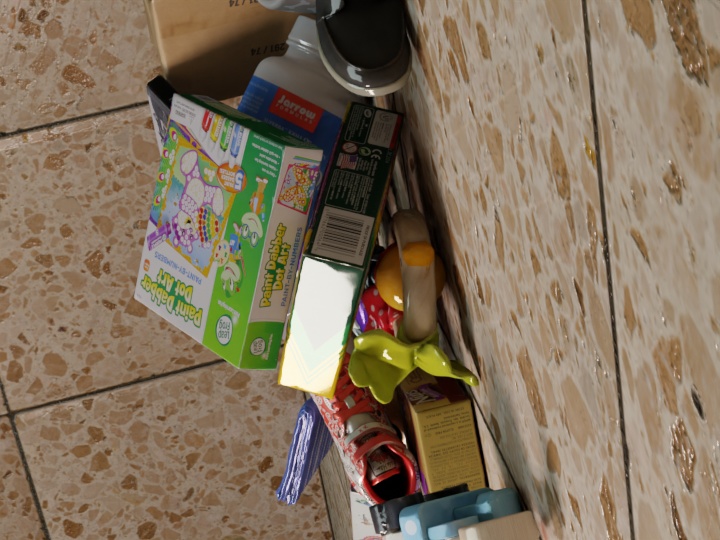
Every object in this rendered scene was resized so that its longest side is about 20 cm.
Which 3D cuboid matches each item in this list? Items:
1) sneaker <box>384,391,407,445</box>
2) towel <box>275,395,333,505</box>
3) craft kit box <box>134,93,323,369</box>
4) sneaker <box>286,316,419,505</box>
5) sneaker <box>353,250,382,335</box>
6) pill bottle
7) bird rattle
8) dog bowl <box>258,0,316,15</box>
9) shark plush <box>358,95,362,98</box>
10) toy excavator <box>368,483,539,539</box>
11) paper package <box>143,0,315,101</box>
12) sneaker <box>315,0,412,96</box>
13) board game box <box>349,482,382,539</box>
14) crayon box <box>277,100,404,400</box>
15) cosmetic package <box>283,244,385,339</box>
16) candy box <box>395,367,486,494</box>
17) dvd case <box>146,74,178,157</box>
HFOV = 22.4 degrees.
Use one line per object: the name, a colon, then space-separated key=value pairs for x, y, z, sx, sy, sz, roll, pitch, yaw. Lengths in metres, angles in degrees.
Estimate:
sneaker: x=0.050 y=0.175 z=1.832 sx=0.201 sy=0.084 sz=0.073 roll=82 pitch=170 yaw=-50
towel: x=-0.028 y=0.129 z=1.841 sx=0.200 sy=0.024 sz=0.145 roll=-56 pitch=-15 yaw=-48
craft kit box: x=-0.121 y=-0.038 z=1.605 sx=0.200 sy=0.048 sz=0.199 roll=27 pitch=112 yaw=51
sneaker: x=-0.002 y=0.129 z=1.686 sx=0.108 sy=0.067 sz=0.202 roll=-144 pitch=31 yaw=-71
sneaker: x=0.001 y=0.000 z=1.776 sx=0.200 sy=0.070 sz=0.100 roll=49 pitch=146 yaw=1
pill bottle: x=-0.065 y=-0.131 z=1.702 sx=0.112 sy=0.112 sz=0.201 roll=-142 pitch=77 yaw=-81
bird rattle: x=0.050 y=0.025 z=1.609 sx=0.200 sy=0.112 sz=0.164 roll=-84 pitch=-5 yaw=-68
dog bowl: x=-0.067 y=-0.331 z=1.669 sx=0.200 sy=0.058 sz=0.202 roll=170 pitch=90 yaw=-70
shark plush: x=-0.019 y=-0.159 z=1.842 sx=0.083 sy=0.091 sz=0.201 roll=37 pitch=147 yaw=29
toy excavator: x=0.095 y=0.214 z=1.451 sx=0.194 sy=0.199 sz=0.101 roll=-4 pitch=-104 yaw=-51
paper package: x=-0.120 y=-0.277 z=1.859 sx=0.191 sy=0.199 sz=0.104 roll=86 pitch=167 yaw=-56
sneaker: x=-0.010 y=-0.240 z=1.475 sx=0.106 sy=0.074 sz=0.201 roll=80 pitch=175 yaw=-54
board game box: x=0.032 y=0.228 z=1.989 sx=0.200 sy=0.064 sz=0.148 roll=85 pitch=-166 yaw=-56
crayon box: x=-0.017 y=-0.019 z=1.611 sx=0.173 sy=0.058 sz=0.201 roll=102 pitch=-178 yaw=-47
cosmetic package: x=-0.043 y=0.018 z=1.912 sx=0.200 sy=0.090 sz=0.107 roll=18 pitch=-126 yaw=-61
candy box: x=0.082 y=0.197 z=1.701 sx=0.117 sy=0.056 sz=0.201 roll=-121 pitch=20 yaw=-70
dvd case: x=-0.160 y=-0.096 z=1.894 sx=0.150 sy=0.025 sz=0.200 roll=46 pitch=162 yaw=22
